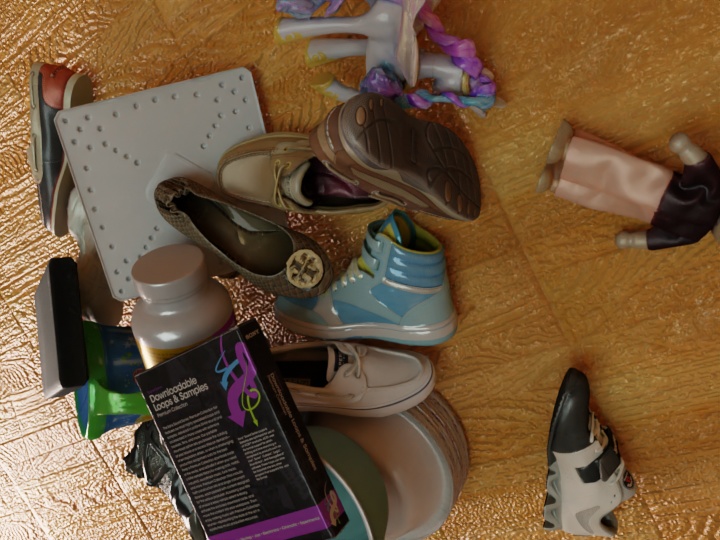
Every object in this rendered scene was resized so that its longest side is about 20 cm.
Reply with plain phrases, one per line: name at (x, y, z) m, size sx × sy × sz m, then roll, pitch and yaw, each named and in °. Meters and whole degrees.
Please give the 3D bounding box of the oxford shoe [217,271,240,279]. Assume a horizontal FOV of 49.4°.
oxford shoe at (-0.205, -0.067, 0.865) m, size 0.070 × 0.074 × 0.201 m, roll -33°, pitch 96°, yaw 35°

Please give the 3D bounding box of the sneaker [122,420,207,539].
sneaker at (-0.247, 0.281, 1.055) m, size 0.113 × 0.076 × 0.202 m, roll -11°, pitch 105°, yaw 32°

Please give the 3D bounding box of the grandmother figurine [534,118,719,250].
grandmother figurine at (0.251, -0.063, 0.649) m, size 0.198 × 0.061 × 0.122 m, roll 24°, pitch 149°, yaw 12°

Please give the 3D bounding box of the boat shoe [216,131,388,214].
boat shoe at (-0.054, -0.091, 0.759) m, size 0.197 × 0.067 × 0.075 m, roll 0°, pitch 114°, yaw 13°

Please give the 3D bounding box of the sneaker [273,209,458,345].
sneaker at (0.000, 0.000, 0.793) m, size 0.197 × 0.080 × 0.133 m, roll 2°, pitch 116°, yaw 16°

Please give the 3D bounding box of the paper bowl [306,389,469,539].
paper bowl at (0.014, 0.216, 0.872) m, size 0.198 × 0.104 × 0.204 m, roll 12°, pitch 118°, yaw 23°

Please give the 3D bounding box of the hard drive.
hard drive at (-0.355, 0.074, 0.924) m, size 0.199 × 0.032 × 0.142 m, roll -24°, pitch 72°, yaw 61°

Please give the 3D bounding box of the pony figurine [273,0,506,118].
pony figurine at (0.027, -0.208, 0.652) m, size 0.197 × 0.168 × 0.194 m, roll 14°, pitch 151°, yaw 17°

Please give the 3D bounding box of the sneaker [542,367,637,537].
sneaker at (0.228, 0.182, 0.767) m, size 0.087 × 0.074 × 0.203 m, roll 8°, pitch 126°, yaw 23°

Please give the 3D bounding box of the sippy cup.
sippy cup at (-0.272, 0.126, 0.945) m, size 0.179 × 0.128 × 0.141 m, roll 65°, pitch 145°, yaw 38°

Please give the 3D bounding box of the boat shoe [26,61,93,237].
boat shoe at (-0.354, -0.138, 0.908) m, size 0.062 × 0.071 × 0.203 m, roll 16°, pitch 116°, yaw 6°

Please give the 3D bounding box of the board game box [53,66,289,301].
board game box at (-0.186, -0.088, 0.811) m, size 0.197 × 0.026 × 0.203 m, roll -15°, pitch 110°, yaw -6°

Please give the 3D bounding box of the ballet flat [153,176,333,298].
ballet flat at (-0.116, -0.034, 0.764) m, size 0.198 × 0.046 × 0.068 m, roll 31°, pitch 83°, yaw 7°

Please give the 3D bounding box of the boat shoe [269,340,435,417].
boat shoe at (-0.021, 0.106, 0.797) m, size 0.196 × 0.074 × 0.066 m, roll -7°, pitch 144°, yaw 1°

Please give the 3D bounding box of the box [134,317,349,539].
box at (-0.111, 0.160, 0.714) m, size 0.142 × 0.036 × 0.202 m, roll -24°, pitch 92°, yaw 30°

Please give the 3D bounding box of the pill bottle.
pill bottle at (-0.174, 0.078, 0.808) m, size 0.103 × 0.105 × 0.203 m, roll 8°, pitch 126°, yaw 24°

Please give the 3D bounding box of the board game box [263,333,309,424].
board game box at (-0.119, 0.192, 0.921) m, size 0.152 × 0.036 × 0.202 m, roll 50°, pitch 135°, yaw 46°

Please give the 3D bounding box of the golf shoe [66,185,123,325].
golf shoe at (-0.299, -0.010, 0.944) m, size 0.090 × 0.075 × 0.203 m, roll 14°, pitch 120°, yaw 17°

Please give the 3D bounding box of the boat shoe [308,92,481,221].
boat shoe at (0.036, -0.093, 0.683) m, size 0.071 × 0.199 × 0.077 m, roll -9°, pitch 65°, yaw 40°

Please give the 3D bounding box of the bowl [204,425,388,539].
bowl at (-0.051, 0.238, 0.782) m, size 0.198 × 0.105 × 0.204 m, roll 8°, pitch 107°, yaw 26°
